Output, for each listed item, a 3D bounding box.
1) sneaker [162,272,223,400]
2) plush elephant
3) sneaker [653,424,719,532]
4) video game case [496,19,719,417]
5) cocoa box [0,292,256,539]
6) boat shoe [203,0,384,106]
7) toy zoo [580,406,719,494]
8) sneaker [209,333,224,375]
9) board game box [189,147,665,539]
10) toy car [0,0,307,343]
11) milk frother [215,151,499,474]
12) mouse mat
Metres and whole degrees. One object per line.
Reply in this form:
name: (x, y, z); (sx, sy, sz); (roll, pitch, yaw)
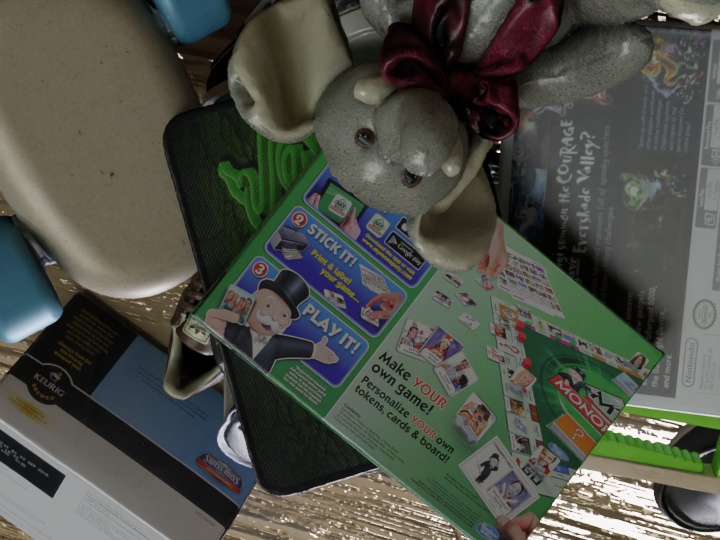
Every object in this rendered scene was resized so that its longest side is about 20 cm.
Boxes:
sneaker: (-0.085, 0.020, 1.038); (0.070, 0.076, 0.200); (30, 140, 5)
plush elephant: (0.035, -0.092, 0.689); (0.164, 0.155, 0.200); (27, 172, -12)
sneaker: (0.236, 0.132, 0.910); (0.075, 0.106, 0.200); (43, 139, -11)
video game case: (0.159, -0.025, 0.788); (0.181, 0.023, 0.201); (6, 107, 13)
cocoa box: (-0.187, 0.143, 1.181); (0.200, 0.131, 0.133); (36, 140, -2)
boat shoe: (-0.033, -0.135, 0.867); (0.200, 0.074, 0.061); (-20, 76, 61)
toy zoo: (0.161, 0.018, 0.838); (0.130, 0.020, 0.201); (11, 107, -2)
sneaker: (-0.008, 0.046, 0.990); (0.115, 0.076, 0.200); (-6, 161, 23)
board game box: (0.034, 0.032, 0.767); (0.200, 0.135, 0.029); (39, 173, -6)
toy car: (-0.152, -0.080, 0.853); (0.177, 0.184, 0.200); (62, 171, -14)
milk frother: (0.021, -0.005, 0.857); (0.180, 0.189, 0.200); (9, 149, -21)
mouse mat: (0.000, 0.000, 0.782); (0.008, 0.160, 0.201); (-179, 73, -79)
